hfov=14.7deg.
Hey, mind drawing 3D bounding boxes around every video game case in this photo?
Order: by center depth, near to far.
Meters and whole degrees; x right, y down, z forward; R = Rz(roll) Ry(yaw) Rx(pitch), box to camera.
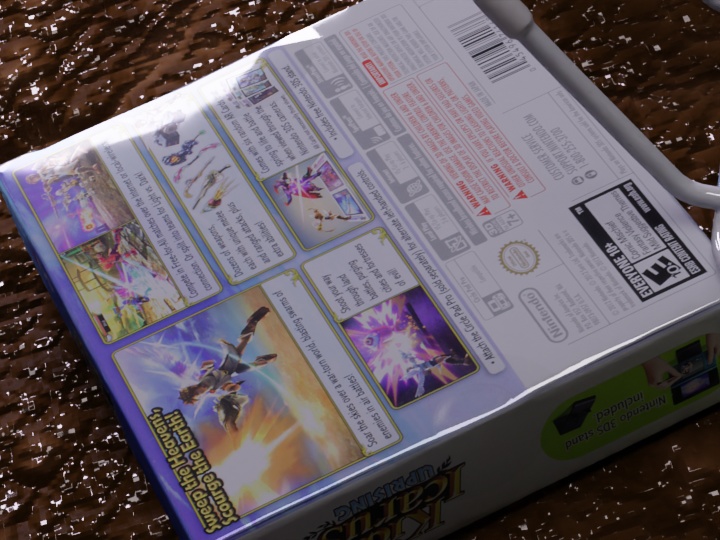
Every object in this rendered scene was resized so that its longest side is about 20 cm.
[{"bbox_3d":[0.000,0.000,0.881,0.181,0.046,0.200,-24,44,-9],"label":"video game case"}]

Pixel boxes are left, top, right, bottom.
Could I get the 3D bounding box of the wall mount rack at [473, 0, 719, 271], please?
[{"bbox_3d":[0.123,-0.073,0.857,0.173,0.075,0.200,11,37,5],"label":"wall mount rack"}]
